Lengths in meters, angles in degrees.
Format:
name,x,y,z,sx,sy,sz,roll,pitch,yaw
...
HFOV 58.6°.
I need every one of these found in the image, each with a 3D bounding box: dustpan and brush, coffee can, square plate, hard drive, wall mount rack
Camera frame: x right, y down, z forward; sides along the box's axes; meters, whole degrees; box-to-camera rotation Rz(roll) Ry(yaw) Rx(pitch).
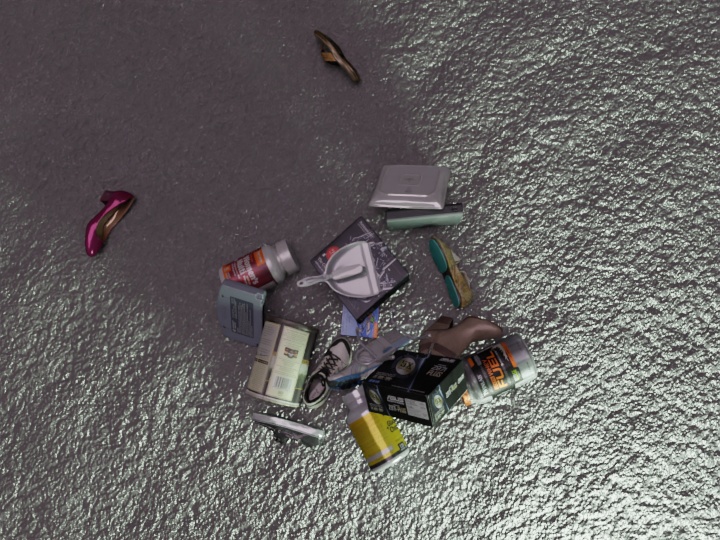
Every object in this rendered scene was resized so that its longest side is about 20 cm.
name,x,y,z,sx,sy,sz,roll,pitch,yaw
dustpan and brush,-0.060,0.013,1.594,0.195,0.057,0.143,-15,79,4
coffee can,-0.201,0.232,1.652,0.143,0.146,0.205,14,82,8
square plate,0.132,-0.228,1.685,0.195,0.029,0.200,3,38,13
hard drive,0.165,-0.140,1.682,0.195,0.140,0.034,-5,83,5
wall mount rack,0.082,0.176,1.618,0.197,0.076,0.173,-28,38,-24

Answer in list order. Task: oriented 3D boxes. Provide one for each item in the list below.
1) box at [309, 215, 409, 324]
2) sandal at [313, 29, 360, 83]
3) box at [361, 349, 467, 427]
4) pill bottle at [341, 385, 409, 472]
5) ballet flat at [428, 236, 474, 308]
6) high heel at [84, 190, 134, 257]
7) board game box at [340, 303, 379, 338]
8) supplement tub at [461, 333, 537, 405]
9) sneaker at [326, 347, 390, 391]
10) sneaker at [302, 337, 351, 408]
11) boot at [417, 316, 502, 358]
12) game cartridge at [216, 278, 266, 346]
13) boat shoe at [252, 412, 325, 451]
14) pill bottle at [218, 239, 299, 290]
name,x,y,z,sx,sy,sz,roll,pitch,yaw
box,0.000,0.000,1.674,0.181,0.104,0.201,-40,79,-3
sandal,-0.076,-0.604,1.825,0.054,0.080,0.201,-39,83,19
box,0.131,0.277,1.541,0.197,0.163,0.088,4,116,41
pill bottle,0.033,0.393,1.619,0.110,0.112,0.203,-28,79,0
ballet flat,0.244,0.000,1.695,0.069,0.071,0.204,-22,78,1
high heel,-0.705,-0.132,1.799,0.094,0.067,0.205,8,78,17
board game box,0.004,0.076,1.723,0.100,0.019,0.205,4,81,8
supplement tub,0.332,0.253,1.609,0.197,0.123,0.125,-26,79,1
sneaker,-0.004,0.248,1.658,0.196,0.075,0.088,-14,65,-24
sneaker,-0.084,0.268,1.665,0.074,0.088,0.203,26,82,11
boot,0.244,0.187,1.617,0.196,0.071,0.147,4,44,32
game cartridge,-0.310,0.109,1.672,0.130,0.203,0.042,19,44,11
boat shoe,-0.191,0.421,1.663,0.195,0.070,0.068,16,80,0
pill bottle,-0.269,0.000,1.716,0.197,0.110,0.111,-26,79,1
